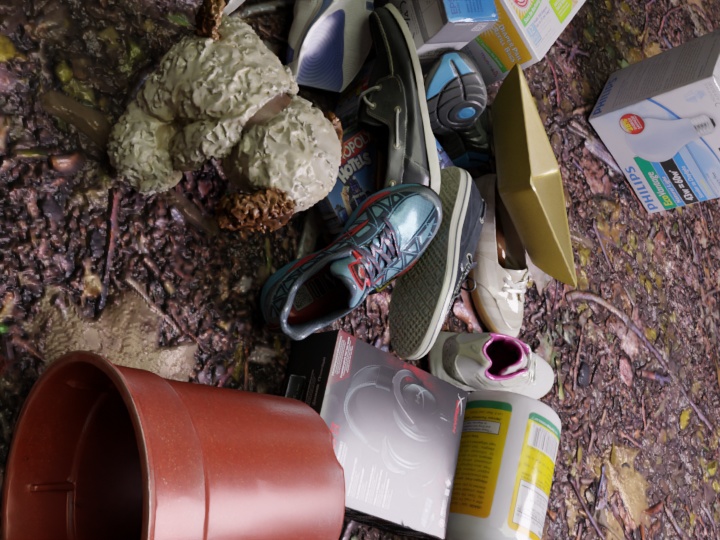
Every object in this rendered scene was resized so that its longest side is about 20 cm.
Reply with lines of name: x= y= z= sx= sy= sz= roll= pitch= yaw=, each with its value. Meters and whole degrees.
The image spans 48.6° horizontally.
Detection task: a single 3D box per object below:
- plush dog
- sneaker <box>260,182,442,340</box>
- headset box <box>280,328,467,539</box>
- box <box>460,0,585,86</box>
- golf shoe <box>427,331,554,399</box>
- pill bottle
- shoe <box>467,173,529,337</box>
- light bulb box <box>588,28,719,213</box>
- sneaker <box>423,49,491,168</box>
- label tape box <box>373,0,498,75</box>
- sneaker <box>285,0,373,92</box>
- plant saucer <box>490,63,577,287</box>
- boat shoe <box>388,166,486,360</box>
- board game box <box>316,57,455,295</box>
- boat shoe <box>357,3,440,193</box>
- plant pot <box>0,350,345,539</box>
plush dog: x=-0.088 y=-0.126 z=0.677 sx=0.172 sy=0.160 sz=0.200 roll=43 pitch=52 yaw=-4
sneaker: x=0.000 y=0.000 z=0.723 sx=0.199 sy=0.096 sz=0.080 roll=-39 pitch=106 yaw=1
headset box: x=0.001 y=0.156 z=0.759 sx=0.199 sy=0.077 sz=0.151 roll=30 pitch=62 yaw=-33
box: x=0.202 y=-0.344 z=1.029 sx=0.113 sy=0.101 sz=0.201 roll=51 pitch=53 yaw=-19
golf shoe: x=0.167 y=0.113 z=0.902 sx=0.198 sy=0.091 sz=0.077 roll=14 pitch=69 yaw=-39
pill bottle: x=0.139 y=0.238 z=0.832 sx=0.112 sy=0.112 sz=0.203 roll=34 pitch=59 yaw=-29
shoe: x=0.165 y=-0.017 z=0.952 sx=0.069 sy=0.053 sz=0.204 roll=-6 pitch=84 yaw=-41
light bulb box: x=0.480 y=-0.213 z=1.170 sx=0.199 sy=0.199 sz=0.125 roll=48 pitch=55 yaw=-21
sneaker: x=0.105 y=-0.192 z=0.896 sx=0.200 sy=0.072 sz=0.083 roll=61 pitch=23 yaw=-67
label tape box: x=0.053 y=-0.291 z=0.841 sx=0.062 sy=0.199 sz=0.147 roll=-12 pitch=87 yaw=-24
sneaker: x=-0.039 y=-0.291 z=0.830 sx=0.080 sy=0.115 sz=0.203 roll=8 pitch=104 yaw=-36
plant saucer: x=0.204 y=-0.108 z=0.957 sx=0.200 sy=0.048 sz=0.202 roll=52 pitch=31 yaw=-44
boat shoe: x=0.082 y=-0.004 z=0.790 sx=0.062 sy=0.074 sz=0.203 roll=33 pitch=65 yaw=-38
board game box: x=0.016 y=-0.107 z=0.842 sx=0.199 sy=0.061 sz=0.202 roll=-37 pitch=103 yaw=-39
boat shoe: x=0.029 y=-0.163 z=0.780 sx=0.066 sy=0.072 sz=0.204 roll=-8 pitch=85 yaw=-9
plant pot: x=-0.126 y=0.166 z=0.584 sx=0.194 sy=0.199 sz=0.205 roll=11 pitch=73 yaw=-46
